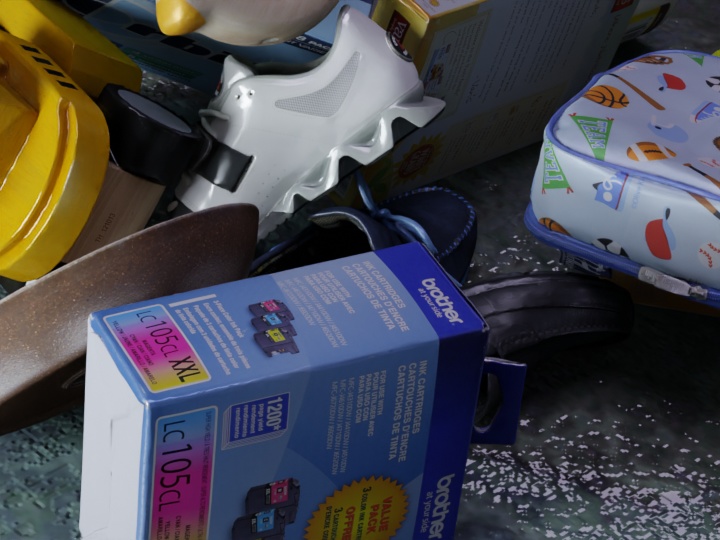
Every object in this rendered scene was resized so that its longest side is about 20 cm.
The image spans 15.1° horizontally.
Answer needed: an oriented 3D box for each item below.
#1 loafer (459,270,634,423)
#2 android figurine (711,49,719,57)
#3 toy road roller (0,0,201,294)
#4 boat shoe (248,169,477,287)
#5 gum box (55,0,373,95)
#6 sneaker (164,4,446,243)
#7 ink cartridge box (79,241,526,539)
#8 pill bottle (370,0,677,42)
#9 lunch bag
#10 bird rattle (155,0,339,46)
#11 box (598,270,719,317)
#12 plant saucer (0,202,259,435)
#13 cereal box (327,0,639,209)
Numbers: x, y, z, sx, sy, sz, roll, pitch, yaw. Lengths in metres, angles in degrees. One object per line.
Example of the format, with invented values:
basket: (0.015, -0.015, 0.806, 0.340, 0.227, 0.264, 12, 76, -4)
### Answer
loafer: (0.054, 0.043, 1.368, 0.200, 0.068, 0.071, -6, 74, -31)
android figurine: (0.293, -0.096, 1.575, 0.181, 0.041, 0.200, 4, 20, -7)
toy road roller: (-0.190, -0.071, 1.387, 0.146, 0.123, 0.200, 21, 14, -41)
boat shoe: (0.000, 0.000, 1.408, 0.084, 0.069, 0.200, 23, 38, 24)
gum box: (-0.107, -0.151, 1.487, 0.169, 0.045, 0.200, 19, -12, -20)
sneaker: (-0.061, -0.062, 1.410, 0.200, 0.089, 0.074, -36, 9, 4)
ink cartridge box: (-0.023, 0.070, 1.243, 0.199, 0.137, 0.076, -13, 41, -24)
pill bottle: (0.092, -0.170, 1.631, 0.199, 0.110, 0.109, -22, 43, -34)
lunch bag: (0.183, -0.046, 1.415, 0.160, 0.076, 0.200, 20, 29, 18)
bird rattle: (-0.062, -0.192, 1.372, 0.199, 0.164, 0.112, -6, -8, -44)
box: (0.235, -0.015, 1.488, 0.199, 0.042, 0.119, 8, 34, 8)
plant saucer: (-0.129, 0.032, 1.280, 0.200, 0.200, 0.037, -24, 81, -35)
cereal box: (0.072, -0.118, 1.509, 0.199, 0.144, 0.040, -22, 57, -41)
